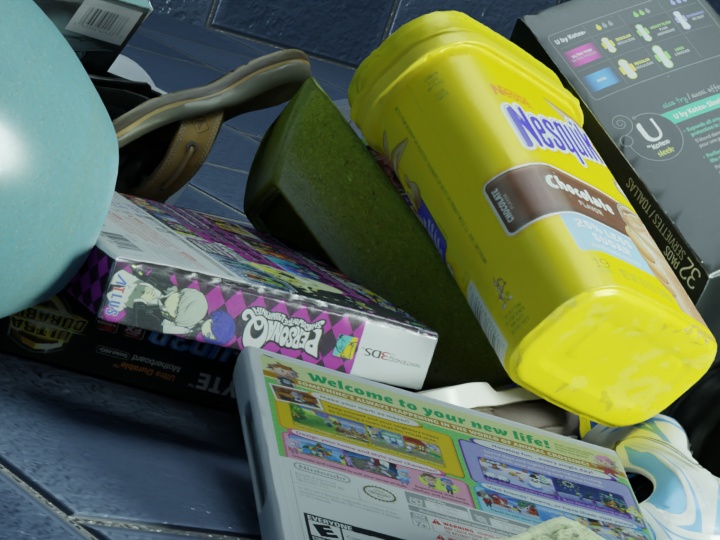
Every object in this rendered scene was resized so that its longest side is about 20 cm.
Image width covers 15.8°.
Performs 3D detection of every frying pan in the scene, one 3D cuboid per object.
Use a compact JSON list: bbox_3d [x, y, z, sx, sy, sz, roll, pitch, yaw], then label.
[{"bbox_3d":[0.178,0.117,1.437,0.189,0.116,0.031,-30,-40,35],"label":"frying pan"}]

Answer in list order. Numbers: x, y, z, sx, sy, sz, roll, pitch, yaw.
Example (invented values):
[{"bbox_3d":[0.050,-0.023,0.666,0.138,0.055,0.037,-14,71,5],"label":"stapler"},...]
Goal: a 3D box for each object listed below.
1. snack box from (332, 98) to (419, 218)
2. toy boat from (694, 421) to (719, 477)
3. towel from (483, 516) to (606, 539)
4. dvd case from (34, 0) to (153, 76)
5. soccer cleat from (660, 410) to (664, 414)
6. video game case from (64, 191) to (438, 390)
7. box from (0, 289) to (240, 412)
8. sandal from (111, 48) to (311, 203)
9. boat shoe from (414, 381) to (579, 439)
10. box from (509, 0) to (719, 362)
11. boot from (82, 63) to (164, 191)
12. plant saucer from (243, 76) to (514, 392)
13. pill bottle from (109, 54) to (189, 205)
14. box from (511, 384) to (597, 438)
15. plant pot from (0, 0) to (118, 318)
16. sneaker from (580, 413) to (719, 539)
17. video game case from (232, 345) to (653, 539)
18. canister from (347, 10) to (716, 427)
[{"bbox_3d":[0.045,-0.026,1.663,0.200,0.053,0.142,45,-24,-24],"label":"snack box"},{"bbox_3d":[0.263,0.095,1.522,0.130,0.132,0.200,20,8,10],"label":"toy boat"},{"bbox_3d":[0.079,0.148,1.010,0.148,0.037,0.199,27,19,32],"label":"towel"},{"bbox_3d":[-0.230,-0.103,1.505,0.145,0.200,0.022,12,42,-39],"label":"dvd case"},{"bbox_3d":[0.203,0.062,1.634,0.085,0.069,0.200,29,-18,41],"label":"soccer cleat"},{"bbox_3d":[-0.081,0.002,1.331,0.180,0.036,0.200,13,8,-28],"label":"video game case"},{"bbox_3d":[-0.125,0.022,1.406,0.199,0.046,0.159,16,9,-22],"label":"box"},{"bbox_3d":[-0.106,-0.069,1.468,0.199,0.054,0.080,-24,-1,-29],"label":"sandal"},{"bbox_3d":[0.067,0.091,1.351,0.071,0.060,0.200,-14,-8,23],"label":"boat shoe"},{"bbox_3d":[0.173,-0.049,1.518,0.124,0.149,0.200,-21,61,-27],"label":"box"},{"bbox_3d":[-0.188,-0.064,1.506,0.199,0.131,0.068,12,18,-39],"label":"boot"},{"bbox_3d":[0.000,0.000,1.470,0.200,0.048,0.200,54,-10,-1],"label":"plant saucer"},{"bbox_3d":[-0.208,-0.106,1.801,0.116,0.117,0.200,11,11,-44],"label":"pill bottle"},{"bbox_3d":[0.065,0.036,1.605,0.199,0.064,0.070,23,-28,25],"label":"box"},{"bbox_3d":[-0.194,-0.052,1.229,0.134,0.201,0.200,21,6,-28],"label":"plant pot"},{"bbox_3d":[0.138,0.113,1.344,0.072,0.072,0.200,10,7,-11],"label":"sneaker"},{"bbox_3d":[0.044,0.109,1.174,0.199,0.022,0.182,16,23,-15],"label":"video game case"},{"bbox_3d":[0.091,-0.025,1.362,0.148,0.086,0.201,26,29,-49],"label":"canister"}]
